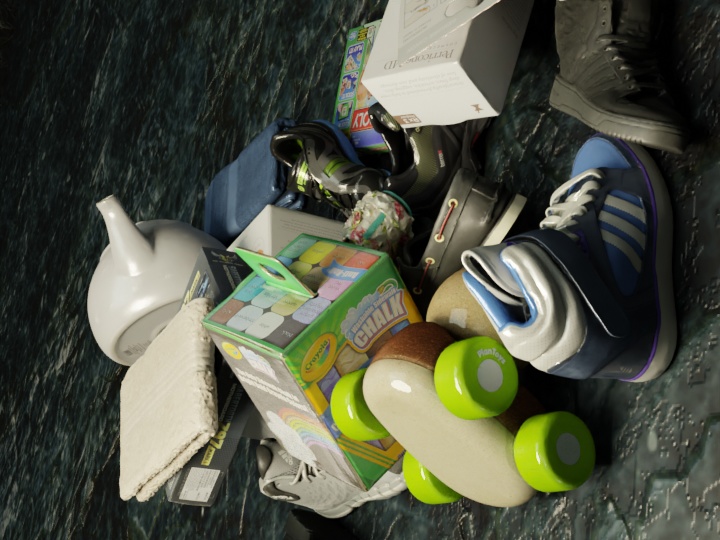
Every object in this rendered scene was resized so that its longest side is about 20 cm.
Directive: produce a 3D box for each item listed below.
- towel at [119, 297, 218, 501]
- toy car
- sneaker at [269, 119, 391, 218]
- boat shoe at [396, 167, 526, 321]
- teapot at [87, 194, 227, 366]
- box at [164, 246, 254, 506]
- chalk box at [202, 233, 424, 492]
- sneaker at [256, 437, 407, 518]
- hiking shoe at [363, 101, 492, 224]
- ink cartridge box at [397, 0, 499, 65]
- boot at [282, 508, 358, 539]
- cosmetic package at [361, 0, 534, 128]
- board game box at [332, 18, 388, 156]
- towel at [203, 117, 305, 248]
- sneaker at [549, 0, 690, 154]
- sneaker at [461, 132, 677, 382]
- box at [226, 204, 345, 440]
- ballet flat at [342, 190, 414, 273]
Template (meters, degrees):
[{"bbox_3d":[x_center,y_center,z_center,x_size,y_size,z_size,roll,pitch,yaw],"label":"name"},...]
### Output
[{"bbox_3d":[-0.179,0.126,1.223,0.200,0.034,0.133,-43,45,49],"label":"towel"},{"bbox_3d":[0.103,0.059,0.980,0.164,0.158,0.200,-21,32,54],"label":"toy car"},{"bbox_3d":[-0.025,-0.082,1.267,0.200,0.083,0.071,46,137,43],"label":"sneaker"},{"bbox_3d":[0.064,-0.006,1.077,0.074,0.063,0.201,-59,0,-45],"label":"boat shoe"},{"bbox_3d":[-0.231,0.010,1.513,0.200,0.197,0.146,-50,55,42],"label":"teapot"},{"bbox_3d":[-0.149,0.101,1.266,0.200,0.051,0.158,-66,29,23],"label":"box"},{"bbox_3d":[-0.031,0.054,1.054,0.124,0.200,0.124,-42,33,-23],"label":"chalk box"},{"bbox_3d":[-0.029,0.166,1.152,0.200,0.115,0.075,-45,41,46],"label":"sneaker"},{"bbox_3d":[0.061,-0.145,1.134,0.076,0.101,0.200,-3,75,62],"label":"hiking shoe"},{"bbox_3d":[0.100,-0.253,0.983,0.162,0.057,0.200,-29,49,37],"label":"ink cartridge box"},{"bbox_3d":[-0.045,0.315,1.164,0.198,0.073,0.163,-161,87,-70],"label":"boot"},{"bbox_3d":[0.083,-0.222,1.080,0.102,0.074,0.200,-5,55,38],"label":"cosmetic package"},{"bbox_3d":[0.034,-0.184,1.285,0.200,0.029,0.135,0,78,62],"label":"board game box"},{"bbox_3d":[-0.124,-0.091,1.522,0.200,0.048,0.112,-35,49,53],"label":"towel"},{"bbox_3d":[0.187,-0.155,0.944,0.200,0.060,0.104,-132,56,-66],"label":"sneaker"},{"bbox_3d":[0.135,-0.023,0.891,0.081,0.146,0.200,-40,45,49],"label":"sneaker"},{"bbox_3d":[-0.075,0.056,1.308,0.124,0.097,0.200,-42,43,49],"label":"box"},{"bbox_3d":[0.000,0.000,1.147,0.064,0.076,0.200,-49,-16,-26],"label":"ballet flat"}]
